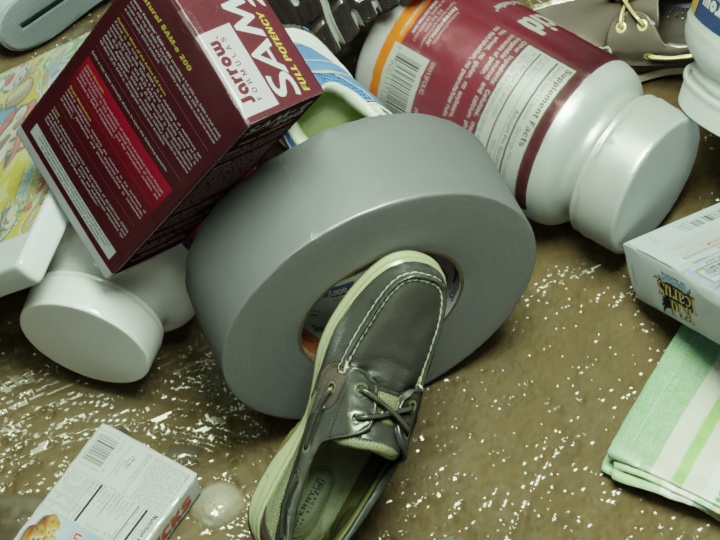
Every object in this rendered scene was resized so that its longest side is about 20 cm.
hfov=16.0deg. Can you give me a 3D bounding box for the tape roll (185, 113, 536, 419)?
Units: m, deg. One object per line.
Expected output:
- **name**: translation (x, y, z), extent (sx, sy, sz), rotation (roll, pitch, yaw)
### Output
- **tape roll**: translation (0.000, 0.000, 1.498), extent (0.200, 0.201, 0.066), rotation (-21, 56, -10)

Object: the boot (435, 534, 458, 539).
- **boot**: translation (-0.013, 0.242, 1.416), extent (0.199, 0.073, 0.182), rotation (-17, 43, -14)

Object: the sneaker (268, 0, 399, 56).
- **sneaker**: translation (-0.036, -0.184, 1.604), extent (0.199, 0.076, 0.116), rotation (-25, 29, -8)

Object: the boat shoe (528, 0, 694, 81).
- **boat shoe**: translation (0.196, -0.160, 1.672), extent (0.199, 0.060, 0.072), rotation (3, 57, 6)

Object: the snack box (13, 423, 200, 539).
- **snack box**: translation (-0.178, 0.184, 1.495), extent (0.072, 0.024, 0.200), rotation (27, 62, 19)

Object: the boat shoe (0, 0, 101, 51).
- **boat shoe**: translation (-0.178, -0.225, 1.741), extent (0.200, 0.072, 0.062), rotation (-32, 54, -15)

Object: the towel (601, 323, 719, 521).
- **towel**: translation (0.263, 0.102, 1.517), extent (0.199, 0.023, 0.153), rotation (25, 61, 21)

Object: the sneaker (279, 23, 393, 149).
- **sneaker**: translation (0.002, -0.061, 1.557), extent (0.076, 0.200, 0.077), rotation (-45, 26, 8)

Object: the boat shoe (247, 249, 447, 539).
- **boat shoe**: translation (0.002, 0.088, 1.450), extent (0.072, 0.201, 0.066), rotation (19, 17, -29)

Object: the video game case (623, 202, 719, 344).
- **video game case**: translation (0.285, -0.013, 1.513), extent (0.199, 0.046, 0.181), rotation (-23, 20, -15)

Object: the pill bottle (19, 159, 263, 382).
- **pill bottle**: translation (-0.135, -0.036, 1.585), extent (0.113, 0.113, 0.201), rotation (14, 59, 13)

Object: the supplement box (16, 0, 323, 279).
- **supplement box**: translation (-0.111, -0.089, 1.432), extent (0.061, 0.200, 0.109), rotation (-27, 81, -36)

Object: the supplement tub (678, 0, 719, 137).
- **supplement tub**: translation (0.279, -0.175, 1.538), extent (0.144, 0.201, 0.145), rotation (15, 21, -6)

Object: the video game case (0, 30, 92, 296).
- **video game case**: translation (-0.220, -0.059, 1.593), extent (0.182, 0.023, 0.201), rotation (-17, 42, 47)

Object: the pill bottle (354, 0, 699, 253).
- **pill bottle**: translation (0.105, -0.100, 1.608), extent (0.200, 0.114, 0.114), rotation (33, 64, 23)
